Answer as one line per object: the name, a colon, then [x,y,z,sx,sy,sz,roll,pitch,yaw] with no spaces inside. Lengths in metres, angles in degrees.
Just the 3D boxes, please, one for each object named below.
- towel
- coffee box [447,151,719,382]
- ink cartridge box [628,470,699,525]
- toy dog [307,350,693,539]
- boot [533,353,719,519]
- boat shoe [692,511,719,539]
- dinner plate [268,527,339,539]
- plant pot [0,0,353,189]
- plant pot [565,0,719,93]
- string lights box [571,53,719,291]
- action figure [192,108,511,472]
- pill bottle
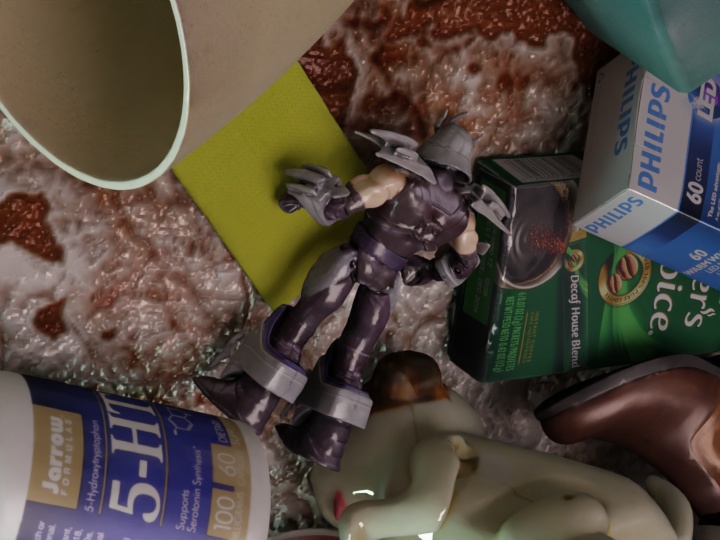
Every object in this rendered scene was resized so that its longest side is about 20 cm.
towel: [-0.059,-0.070,1.328,0.086,0.018,0.200,-38,129,-4]
coffee box: [0.149,-0.008,1.474,0.199,0.044,0.124,-5,115,-32]
ink cartridge box: [0.193,0.196,1.545,0.068,0.201,0.116,-15,145,28]
toy dog: [0.061,0.127,1.384,0.194,0.200,0.140,-38,143,-26]
boot: [0.195,0.149,1.479,0.187,0.068,0.201,-4,79,-38]
boat shoe: [0.176,0.233,1.393,0.093,0.075,0.200,41,73,-15]
dinner plate: [-0.053,0.232,1.479,0.199,0.024,0.201,-15,121,-26]
plant pot: [-0.066,-0.163,1.187,0.200,0.187,0.188,-31,128,-33]
plant pot: [0.155,-0.205,1.324,0.141,0.141,0.201,-34,133,-14]
string lights box: [0.221,-0.041,1.428,0.199,0.059,0.103,23,61,-20]
action figure: [0.000,0.000,1.353,0.130,0.069,0.201,30,96,-31]
pill bottle: [-0.156,0.114,1.283,0.199,0.120,0.120,13,106,-24]
